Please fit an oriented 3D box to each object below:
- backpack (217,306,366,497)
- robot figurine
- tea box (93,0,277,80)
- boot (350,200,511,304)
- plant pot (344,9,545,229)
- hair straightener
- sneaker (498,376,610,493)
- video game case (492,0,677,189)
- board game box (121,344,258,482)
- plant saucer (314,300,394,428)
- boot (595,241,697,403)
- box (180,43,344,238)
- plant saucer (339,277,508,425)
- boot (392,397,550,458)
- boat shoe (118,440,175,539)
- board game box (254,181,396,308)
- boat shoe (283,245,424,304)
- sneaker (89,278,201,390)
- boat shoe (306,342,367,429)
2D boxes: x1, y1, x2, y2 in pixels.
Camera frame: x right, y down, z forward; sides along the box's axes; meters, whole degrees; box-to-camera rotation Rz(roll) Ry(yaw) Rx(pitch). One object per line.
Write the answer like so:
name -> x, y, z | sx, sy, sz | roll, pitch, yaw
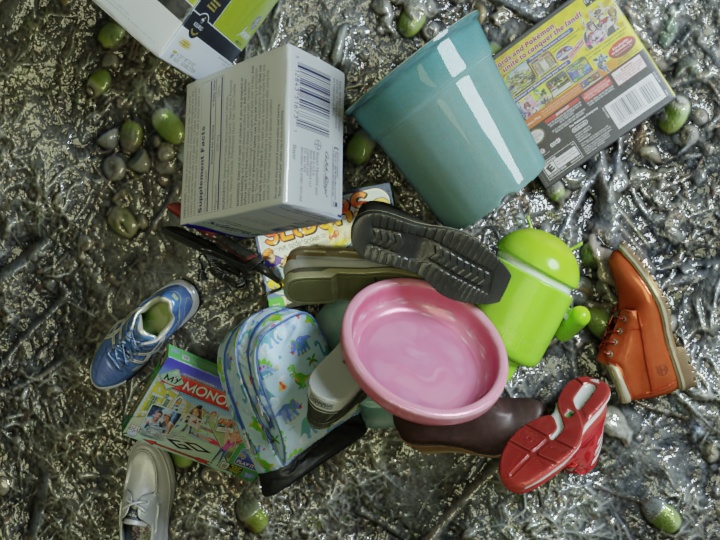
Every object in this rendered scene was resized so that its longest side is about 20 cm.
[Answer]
backpack -> -0.091, 0.145, 0.931 | 0.161, 0.154, 0.202 | -24, 76, -33
robot figurine -> 0.200, 0.039, 0.945 | 0.173, 0.116, 0.203 | 27, 96, 6
tea box -> -0.203, -0.360, 0.933 | 0.133, 0.200, 0.198 | 40, 96, 4
boot -> 0.084, -0.036, 0.924 | 0.196, 0.139, 0.079 | 26, 104, -7
plant pot -> 0.113, -0.169, 0.916 | 0.198, 0.200, 0.198 | -34, 97, 8
hair straightener -> -0.192, -0.015, 1.019 | 0.197, 0.041, 0.078 | 29, 110, 13
sneaker -> 0.250, 0.234, 0.929 | 0.198, 0.078, 0.118 | -32, 124, -28
video game case -> 0.272, -0.238, 0.966 | 0.198, 0.025, 0.183 | -34, 89, 9
board game box -> -0.195, 0.193, 0.992 | 0.197, 0.029, 0.136 | 27, 110, -24
plant saucer -> 0.019, 0.124, 0.995 | 0.195, 0.039, 0.206 | 2, 105, 6
boot -> 0.341, 0.070, 0.953 | 0.105, 0.075, 0.204 | -21, 92, 13
box -> -0.122, -0.149, 0.926 | 0.197, 0.104, 0.189 | -6, 79, 40
plant saucer -> 0.069, 0.096, 0.855 | 0.197, 0.202, 0.051 | 24, 131, 5
boot -> 0.132, 0.172, 0.942 | 0.195, 0.168, 0.074 | -15, 48, 13
boat shoe -> -0.309, 0.340, 1.053 | 0.070, 0.068, 0.205 | 9, 95, 7
board game box -> -0.040, -0.031, 1.014 | 0.195, 0.034, 0.139 | -12, 92, 8
boat shoe -> 0.000, 0.000, 0.951 | 0.195, 0.069, 0.076 | 4, 138, -9
sneaker -> -0.309, 0.088, 1.035 | 0.076, 0.077, 0.200 | 44, 99, 1
boat shoe -> -0.001, 0.112, 0.902 | 0.070, 0.199, 0.065 | 32, 133, 20
